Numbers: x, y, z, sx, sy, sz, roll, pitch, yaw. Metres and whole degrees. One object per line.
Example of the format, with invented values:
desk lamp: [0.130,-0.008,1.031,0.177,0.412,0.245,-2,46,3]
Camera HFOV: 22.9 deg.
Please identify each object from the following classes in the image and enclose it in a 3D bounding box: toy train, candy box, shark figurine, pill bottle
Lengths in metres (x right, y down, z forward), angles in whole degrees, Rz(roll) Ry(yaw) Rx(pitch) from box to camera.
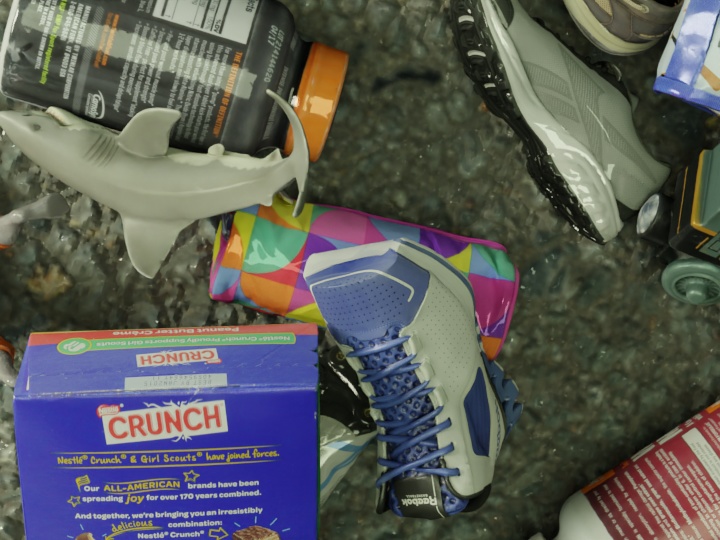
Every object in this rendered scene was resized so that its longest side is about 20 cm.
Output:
toy train: [0.274,-0.010,1.103,0.200,0.114,0.085,22,59,-10]
candy box: [-0.107,0.134,1.033,0.169,0.077,0.200,-1,120,-4]
shark figurine: [-0.100,-0.039,1.032,0.214,0.128,0.090,5,70,29]
pill bottle: [0.198,0.169,1.140,0.200,0.110,0.110,-33,99,2]
pill bottle: [-0.110,-0.127,1.080,0.200,0.106,0.106,17,97,-5]

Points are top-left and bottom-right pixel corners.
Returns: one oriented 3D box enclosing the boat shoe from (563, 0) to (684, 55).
boat shoe: [0.132,-0.225,1.082,0.200,0.073,0.074,48,62,-8]

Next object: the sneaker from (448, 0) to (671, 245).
sneaker: [0.122,-0.116,1.118,0.079,0.074,0.200,-36,105,-7]

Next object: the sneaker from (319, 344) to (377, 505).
sneaker: [-0.037,0.118,1.150,0.200,0.072,0.072,-44,72,-8]

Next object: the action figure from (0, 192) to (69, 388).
action figure: [-0.268,-0.014,1.074,0.193,0.105,0.200,2,105,31]

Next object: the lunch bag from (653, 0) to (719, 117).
lunch bag: [0.261,-0.159,1.053,0.200,0.124,0.170,12,101,-47]

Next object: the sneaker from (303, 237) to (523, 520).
sneaker: [0.038,0.080,1.049,0.080,0.115,0.199,-13,135,25]

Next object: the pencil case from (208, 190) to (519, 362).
pencil case: [0.000,0.000,1.119,0.200,0.088,0.089,16,98,-6]
